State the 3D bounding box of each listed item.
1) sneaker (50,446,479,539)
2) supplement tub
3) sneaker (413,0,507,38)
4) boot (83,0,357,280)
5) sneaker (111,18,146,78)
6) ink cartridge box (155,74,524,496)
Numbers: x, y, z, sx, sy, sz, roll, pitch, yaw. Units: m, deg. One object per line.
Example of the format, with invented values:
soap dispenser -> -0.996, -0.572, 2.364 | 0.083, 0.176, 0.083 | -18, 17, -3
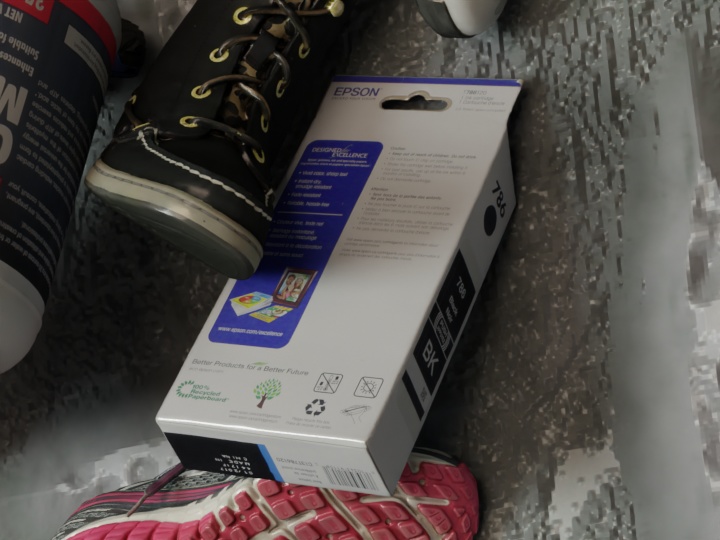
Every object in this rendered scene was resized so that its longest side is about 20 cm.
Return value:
sneaker -> -0.047, 0.106, 0.857 | 0.199, 0.075, 0.081 | -12, 115, 14
supplement tub -> -0.186, -0.041, 0.831 | 0.139, 0.140, 0.201 | 2, 67, 28
sneaker -> 0.097, -0.186, 0.841 | 0.115, 0.076, 0.202 | 17, 84, 32
boot -> -0.048, -0.083, 0.849 | 0.073, 0.204, 0.154 | 32, 91, -15
sneaker -> -0.184, -0.084, 0.980 | 0.199, 0.075, 0.079 | -8, 87, 33
ink cartridge box -> 0.000, 0.000, 0.842 | 0.099, 0.039, 0.201 | 4, 51, 29
